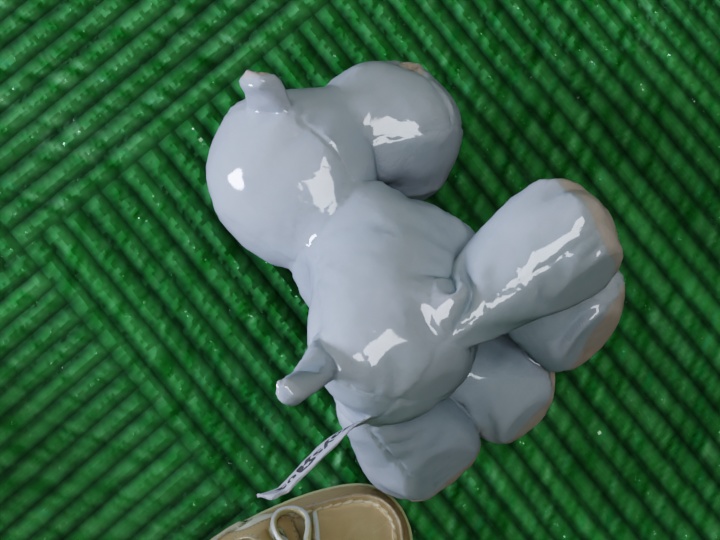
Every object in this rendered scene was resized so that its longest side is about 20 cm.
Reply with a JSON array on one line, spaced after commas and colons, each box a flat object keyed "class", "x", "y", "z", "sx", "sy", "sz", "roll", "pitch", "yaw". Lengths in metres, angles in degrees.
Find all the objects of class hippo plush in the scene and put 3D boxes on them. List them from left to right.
[{"class": "hippo plush", "x": 0.000, "y": 0.000, "z": 1.014, "sx": 0.199, "sy": 0.160, "sz": 0.161, "roll": -26, "pitch": 60, "yaw": -24}]

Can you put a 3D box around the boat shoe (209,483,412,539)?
[{"class": "boat shoe", "x": -0.058, "y": 0.151, "z": 1.002, "sx": 0.200, "sy": 0.063, "sz": 0.074, "roll": -23, "pitch": 85, "yaw": -22}]
